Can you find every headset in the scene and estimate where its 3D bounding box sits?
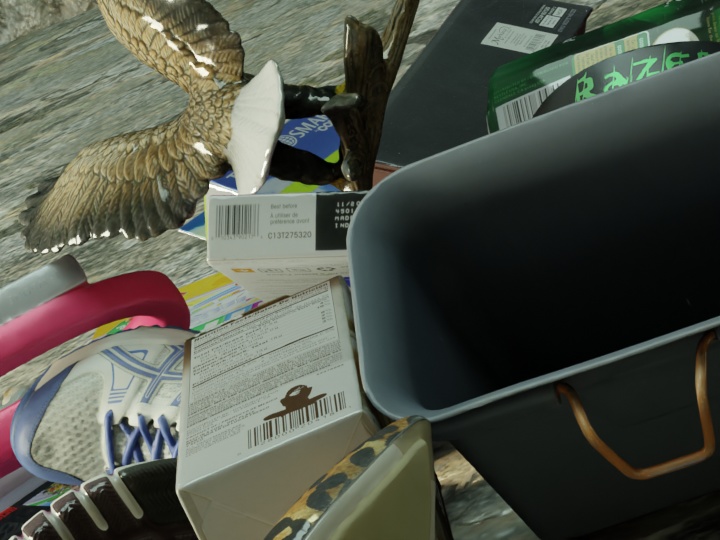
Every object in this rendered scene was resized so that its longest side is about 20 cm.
[{"bbox_3d":[0.136,-0.031,1.037,0.123,0.200,0.094,-12,50,10],"label":"headset"}]

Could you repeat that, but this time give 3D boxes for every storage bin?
[{"bbox_3d":[0.116,0.027,0.944,0.199,0.134,0.146,-20,47,15],"label":"storage bin"}]

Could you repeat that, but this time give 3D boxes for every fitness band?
[{"bbox_3d":[-0.177,0.060,1.241,0.199,0.038,0.144,-28,-23,-14],"label":"fitness band"}]

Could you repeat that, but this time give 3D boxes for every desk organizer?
[{"bbox_3d":[0.058,-0.068,1.296,0.071,0.077,0.200,13,35,17],"label":"desk organizer"}]

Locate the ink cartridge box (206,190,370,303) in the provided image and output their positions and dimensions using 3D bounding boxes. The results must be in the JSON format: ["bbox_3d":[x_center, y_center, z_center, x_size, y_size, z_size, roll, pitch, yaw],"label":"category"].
[{"bbox_3d":[0.000,0.000,1.149,0.094,0.037,0.200,-2,-13,12],"label":"ink cartridge box"}]

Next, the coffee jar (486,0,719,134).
[{"bbox_3d":[0.163,-0.082,1.098,0.199,0.086,0.104,-21,-23,26],"label":"coffee jar"}]

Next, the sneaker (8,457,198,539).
[{"bbox_3d":[-0.148,0.139,1.106,0.199,0.076,0.115,-29,12,-15],"label":"sneaker"}]

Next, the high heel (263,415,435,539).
[{"bbox_3d":[-0.056,0.133,0.879,0.142,0.071,0.201,1,56,49],"label":"high heel"}]

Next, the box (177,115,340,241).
[{"bbox_3d":[0.010,-0.036,1.365,0.199,0.048,0.122,20,38,30],"label":"box"}]

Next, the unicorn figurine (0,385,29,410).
[{"bbox_3d":[-0.238,0.092,1.370,0.201,0.074,0.137,-59,4,18],"label":"unicorn figurine"}]

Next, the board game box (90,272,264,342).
[{"bbox_3d":[-0.066,0.029,1.438,0.199,0.034,0.135,-22,15,10],"label":"board game box"}]

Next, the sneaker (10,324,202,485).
[{"bbox_3d":[-0.073,0.072,1.172,0.199,0.076,0.088,-10,22,6],"label":"sneaker"}]

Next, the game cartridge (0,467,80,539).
[{"bbox_3d":[-0.158,0.120,1.271,0.200,0.039,0.129,-35,14,-35],"label":"game cartridge"}]

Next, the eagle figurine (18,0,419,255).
[{"bbox_3d":[-0.081,-0.078,1.188,0.199,0.151,0.152,12,52,16],"label":"eagle figurine"}]

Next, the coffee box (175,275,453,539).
[{"bbox_3d":[-0.015,0.089,0.994,0.079,0.115,0.200,-23,13,3],"label":"coffee box"}]
